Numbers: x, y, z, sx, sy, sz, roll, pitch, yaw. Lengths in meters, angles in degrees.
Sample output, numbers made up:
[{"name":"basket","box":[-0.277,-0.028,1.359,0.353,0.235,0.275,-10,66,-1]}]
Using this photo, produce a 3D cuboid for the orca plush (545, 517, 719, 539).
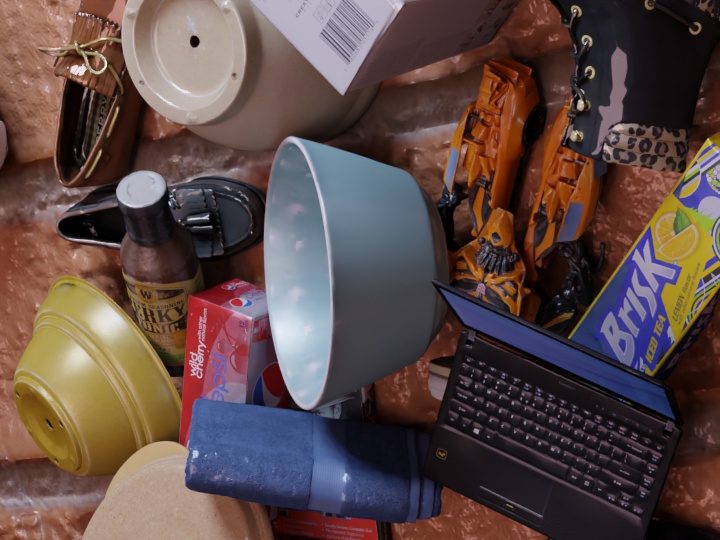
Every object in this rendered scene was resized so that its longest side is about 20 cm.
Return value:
[{"name":"orca plush","box":[0.201,0.231,1.384,0.199,0.071,0.106,9,109,32]}]

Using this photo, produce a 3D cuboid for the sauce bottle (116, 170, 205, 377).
[{"name":"sauce bottle","box":[-0.161,0.003,1.519,0.064,0.065,0.201,23,145,27]}]

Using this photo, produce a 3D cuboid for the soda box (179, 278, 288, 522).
[{"name":"soda box","box":[-0.103,0.114,1.539,0.070,0.063,0.202,18,112,31]}]

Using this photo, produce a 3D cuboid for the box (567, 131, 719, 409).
[{"name":"box","box":[0.224,-0.001,1.303,0.070,0.064,0.201,42,124,17]}]

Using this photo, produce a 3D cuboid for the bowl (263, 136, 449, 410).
[{"name":"bowl","box":[0.000,0.000,1.403,0.201,0.104,0.203,177,90,-74]}]

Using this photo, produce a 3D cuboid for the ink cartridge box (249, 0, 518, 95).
[{"name":"ink cartridge box","box":[0.004,-0.227,1.301,0.176,0.200,0.084,47,125,14]}]

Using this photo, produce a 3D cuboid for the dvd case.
[{"name":"dvd case","box":[-0.044,0.161,1.564,0.145,0.022,0.202,1,105,34]}]

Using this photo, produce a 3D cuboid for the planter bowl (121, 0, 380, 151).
[{"name":"planter bowl","box":[-0.097,-0.180,1.427,0.199,0.134,0.202,11,110,32]}]

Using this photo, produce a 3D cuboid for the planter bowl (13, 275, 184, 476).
[{"name":"planter bowl","box":[-0.236,0.112,1.597,0.200,0.083,0.201,36,144,31]}]

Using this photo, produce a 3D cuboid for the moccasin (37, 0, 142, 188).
[{"name":"moccasin","box":[-0.221,-0.165,1.552,0.073,0.078,0.203,30,119,24]}]

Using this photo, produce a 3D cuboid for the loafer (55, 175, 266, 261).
[{"name":"loafer","box":[-0.166,-0.037,1.562,0.199,0.063,0.072,0,104,35]}]

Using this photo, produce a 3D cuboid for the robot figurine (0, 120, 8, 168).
[{"name":"robot figurine","box":[-0.386,-0.156,1.644,0.124,0.150,0.201,-23,90,0]}]

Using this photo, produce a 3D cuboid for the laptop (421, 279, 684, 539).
[{"name":"laptop","box":[0.122,0.112,1.300,0.176,0.103,0.201,25,117,20]}]

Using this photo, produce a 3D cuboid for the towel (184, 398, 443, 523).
[{"name":"towel","box":[-0.037,0.151,1.445,0.198,0.112,0.049,9,110,-3]}]

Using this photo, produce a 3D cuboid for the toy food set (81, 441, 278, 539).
[{"name":"toy food set","box":[-0.149,0.243,1.482,0.199,0.049,0.199,18,82,34]}]

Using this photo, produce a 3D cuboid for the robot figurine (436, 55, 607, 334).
[{"name":"robot figurine","box":[0.113,-0.045,1.369,0.144,0.058,0.201,25,117,27]}]

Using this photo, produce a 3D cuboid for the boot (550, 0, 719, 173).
[{"name":"boot","box":[0.145,-0.155,1.246,0.202,0.074,0.155,11,103,-6]}]

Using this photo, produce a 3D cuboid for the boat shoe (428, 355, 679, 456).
[{"name":"boat shoe","box":[0.136,0.112,1.391,0.199,0.075,0.069,13,106,30]}]
